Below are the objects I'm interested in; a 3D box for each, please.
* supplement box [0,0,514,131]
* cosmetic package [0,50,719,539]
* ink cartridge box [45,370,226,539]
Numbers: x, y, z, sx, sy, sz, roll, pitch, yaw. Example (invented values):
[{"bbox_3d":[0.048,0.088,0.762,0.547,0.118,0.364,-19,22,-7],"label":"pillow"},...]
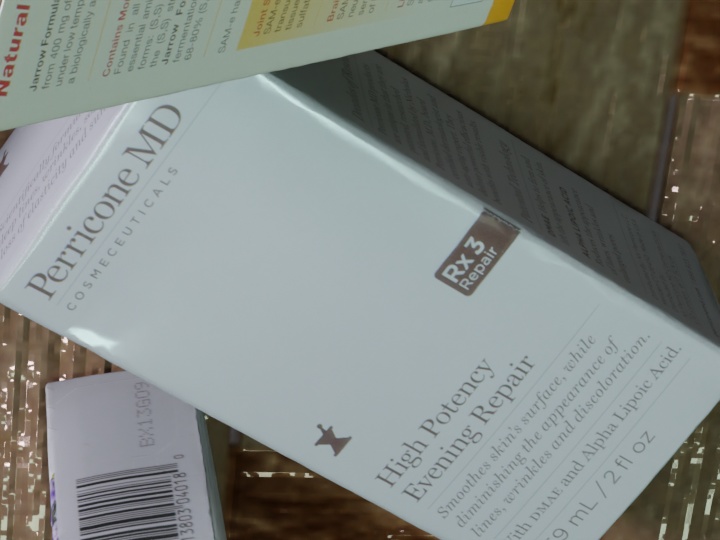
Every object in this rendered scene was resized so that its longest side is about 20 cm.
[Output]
[{"bbox_3d":[-0.032,-0.117,0.712,0.199,0.073,0.127,-16,133,-48],"label":"supplement box"},{"bbox_3d":[0.000,0.000,0.848,0.199,0.074,0.102,28,113,-23],"label":"cosmetic package"},{"bbox_3d":[-0.057,0.142,0.902,0.050,0.109,0.201,-8,121,-3],"label":"ink cartridge box"}]
